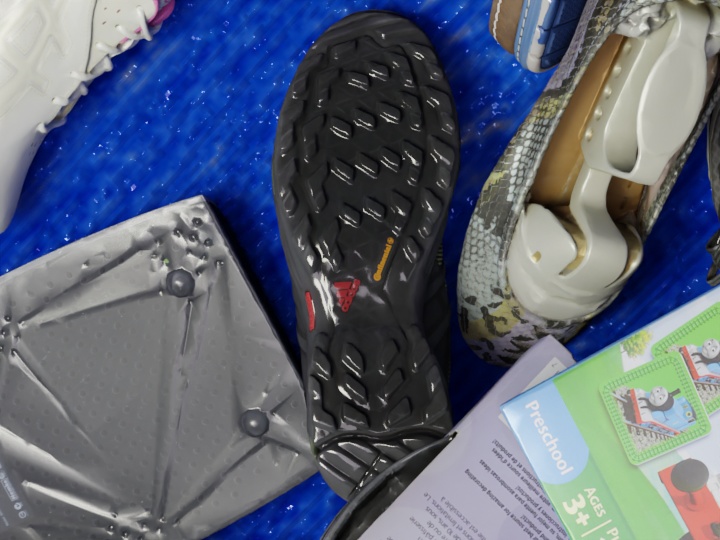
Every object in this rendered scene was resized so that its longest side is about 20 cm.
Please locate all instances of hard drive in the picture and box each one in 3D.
[{"bbox_3d":[-0.118,0.060,1.119,0.199,0.042,0.136,-26,98,16],"label":"hard drive"}]

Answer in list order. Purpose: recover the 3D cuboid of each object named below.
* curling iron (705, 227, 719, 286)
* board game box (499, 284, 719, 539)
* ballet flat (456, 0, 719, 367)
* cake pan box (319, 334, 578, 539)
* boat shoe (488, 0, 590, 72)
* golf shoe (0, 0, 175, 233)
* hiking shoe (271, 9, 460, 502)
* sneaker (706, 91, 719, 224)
[{"bbox_3d":[0.177,-0.081,0.994,0.025,0.050,0.201,30,76,-19],"label":"curling iron"},{"bbox_3d":[0.170,0.065,0.922,0.199,0.037,0.152,-29,84,3],"label":"board game box"},{"bbox_3d":[0.091,-0.037,1.027,0.072,0.072,0.201,25,114,4],"label":"ballet flat"},{"bbox_3d":[0.068,0.152,0.962,0.200,0.052,0.184,43,78,3],"label":"cake pan box"},{"bbox_3d":[0.076,-0.177,1.014,0.072,0.072,0.201,23,112,23],"label":"boat shoe"},{"bbox_3d":[-0.117,-0.100,1.065,0.091,0.075,0.201,17,108,3],"label":"golf shoe"},{"bbox_3d":[0.000,0.000,1.062,0.075,0.101,0.202,2,76,-4],"label":"hiking shoe"},{"bbox_3d":[0.175,0.014,1.027,0.073,0.087,0.202,-9,100,13],"label":"sneaker"}]
